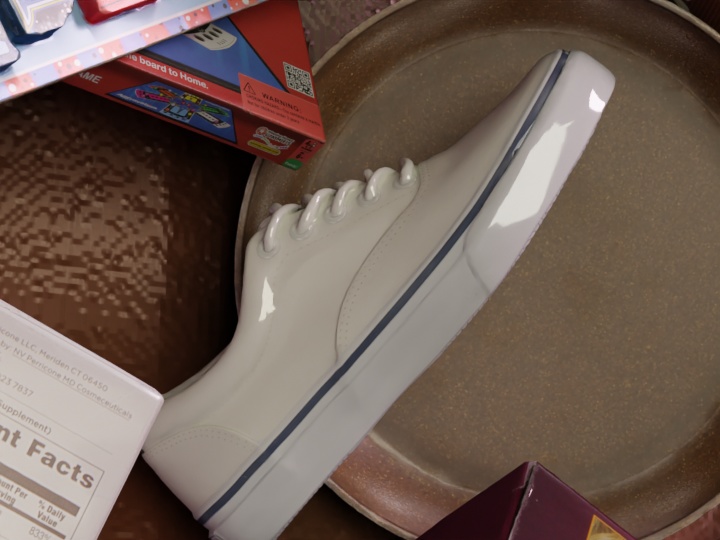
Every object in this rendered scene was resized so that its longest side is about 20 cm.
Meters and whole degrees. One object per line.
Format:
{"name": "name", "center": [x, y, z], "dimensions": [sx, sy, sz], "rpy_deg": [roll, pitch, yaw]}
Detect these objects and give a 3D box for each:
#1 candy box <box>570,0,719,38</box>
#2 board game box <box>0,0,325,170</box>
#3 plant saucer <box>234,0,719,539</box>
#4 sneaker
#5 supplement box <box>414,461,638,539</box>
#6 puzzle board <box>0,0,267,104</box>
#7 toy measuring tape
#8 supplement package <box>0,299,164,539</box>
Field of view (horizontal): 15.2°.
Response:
{"name": "candy box", "center": [0.087, -0.133, 0.879], "dimensions": [0.200, 0.117, 0.057], "rpy_deg": [23, 68, -9]}
{"name": "board game box", "center": [-0.101, -0.105, 0.851], "dimensions": [0.200, 0.019, 0.103], "rpy_deg": [20, 41, -34]}
{"name": "plant saucer", "center": [0.058, -0.001, 0.912], "dimensions": [0.200, 0.032, 0.201], "rpy_deg": [0, 93, 4]}
{"name": "sneaker", "center": [0.000, 0.000, 0.864], "dimensions": [0.071, 0.073, 0.200], "rpy_deg": [40, 95, -3]}
{"name": "supplement box", "center": [0.092, 0.172, 0.875], "dimensions": [0.200, 0.086, 0.110], "rpy_deg": [38, 40, -14]}
{"name": "puzzle board", "center": [-0.100, -0.136, 0.821], "dimensions": [0.200, 0.017, 0.151], "rpy_deg": [-27, 91, -44]}
{"name": "toy measuring tape", "center": [0.064, -0.095, 0.957], "dimensions": [0.074, 0.074, 0.200], "rpy_deg": [-41, 96, -25]}
{"name": "supplement package", "center": [-0.172, 0.058, 0.745], "dimensions": [0.156, 0.200, 0.111], "rpy_deg": [31, 68, -14]}
